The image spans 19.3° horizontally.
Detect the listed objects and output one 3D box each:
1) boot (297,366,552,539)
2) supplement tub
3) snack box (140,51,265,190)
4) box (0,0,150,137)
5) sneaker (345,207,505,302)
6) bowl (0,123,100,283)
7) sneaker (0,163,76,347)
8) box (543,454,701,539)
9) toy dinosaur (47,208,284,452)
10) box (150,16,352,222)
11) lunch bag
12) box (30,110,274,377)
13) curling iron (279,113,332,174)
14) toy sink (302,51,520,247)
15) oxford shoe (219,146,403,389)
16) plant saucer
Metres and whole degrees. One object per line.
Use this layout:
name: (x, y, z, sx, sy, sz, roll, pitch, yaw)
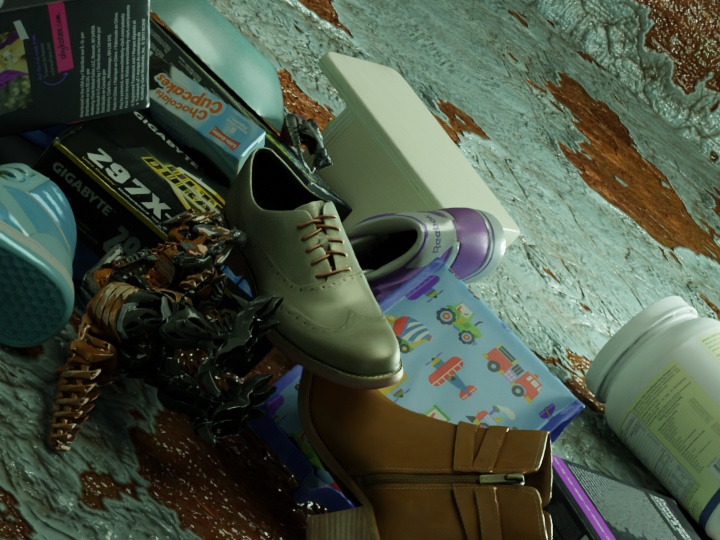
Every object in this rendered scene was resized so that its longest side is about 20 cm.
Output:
boot: (0.044, 0.112, 1.347, 0.074, 0.154, 0.200, 58, 24, -59)
supplement tub: (0.317, 0.135, 1.947, 0.200, 0.145, 0.145, 48, 19, 23)
snack box: (-0.161, -0.114, 1.580, 0.200, 0.116, 0.037, 35, 60, 14)
box: (-0.251, -0.162, 1.411, 0.200, 0.106, 0.122, -13, 45, -22)
sneaker: (0.000, -0.001, 1.587, 0.114, 0.200, 0.073, -2, 68, -43)
bowl: (-0.217, -0.061, 1.498, 0.201, 0.039, 0.201, 36, 18, -14)
sneaker: (-0.258, -0.047, 1.323, 0.200, 0.080, 0.131, 45, 18, -18)
box: (0.225, 0.226, 1.724, 0.200, 0.036, 0.143, 21, 27, -43)
toy dinosaur: (-0.124, 0.043, 1.310, 0.136, 0.200, 0.102, 25, -21, 17)
box: (-0.103, -0.112, 1.712, 0.200, 0.044, 0.160, 45, 4, 12)
lunch bag: (0.029, 0.107, 1.459, 0.151, 0.094, 0.200, 46, 48, 14)
box: (-0.125, -0.027, 1.464, 0.200, 0.049, 0.160, 41, 20, -2)
curling iron: (-0.050, -0.104, 1.696, 0.200, 0.026, 0.050, -145, -150, -83)
toy sink: (0.017, -0.074, 1.829, 0.200, 0.112, 0.130, 54, 22, 21)
oxford shoe: (-0.034, -0.002, 1.362, 0.071, 0.074, 0.200, -13, 44, -33)
plant saucer: (-0.123, -0.194, 1.754, 0.201, 0.039, 0.201, 45, 2, -2)
